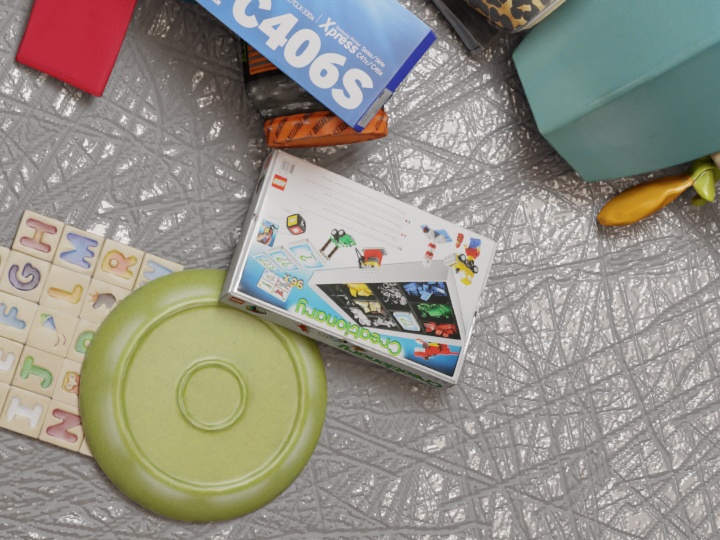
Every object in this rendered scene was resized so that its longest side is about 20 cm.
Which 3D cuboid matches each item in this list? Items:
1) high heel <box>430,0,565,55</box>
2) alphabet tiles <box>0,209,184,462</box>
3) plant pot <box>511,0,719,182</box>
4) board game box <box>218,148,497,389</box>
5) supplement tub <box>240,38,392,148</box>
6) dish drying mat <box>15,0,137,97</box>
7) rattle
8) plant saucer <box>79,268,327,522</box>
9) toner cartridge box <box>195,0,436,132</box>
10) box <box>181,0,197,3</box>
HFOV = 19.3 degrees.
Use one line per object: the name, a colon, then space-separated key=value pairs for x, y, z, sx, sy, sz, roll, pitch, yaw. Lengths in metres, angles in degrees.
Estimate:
high heel: x=0.098 y=-0.255 z=1.647 sx=0.071 sy=0.200 sz=0.143 roll=-43 pitch=100 yaw=-32
alphabet tiles: x=-0.226 y=0.052 z=1.653 sx=0.200 sy=0.006 sz=0.167 roll=20 pitch=83 yaw=-11
plant pot: x=0.232 y=-0.169 z=1.668 sx=0.200 sy=0.141 sz=0.141 roll=-28 pitch=52 yaw=18
board game box: x=0.000 y=0.000 z=1.675 sx=0.200 sy=0.035 sz=0.126 roll=23 pitch=71 yaw=-15
supplement tub: x=-0.035 y=-0.200 z=1.650 sx=0.122 sy=0.123 sz=0.200 roll=-5 pitch=89 yaw=-13
dish drying mat: x=-0.199 y=-0.238 z=1.622 sx=0.077 sy=0.018 sz=0.200 roll=24 pitch=109 yaw=4
rattle: x=0.320 y=-0.024 z=1.752 sx=0.143 sy=0.130 sz=0.200 roll=-48 pitch=125 yaw=0
plant saucer: x=-0.119 y=0.098 z=1.658 sx=0.200 sy=0.031 sz=0.200 roll=1 pitch=87 yaw=-15
toner cartridge box: x=-0.050 y=-0.201 z=1.568 sx=0.200 sy=0.043 sz=0.095 roll=39 pitch=93 yaw=7
box: x=-0.125 y=-0.316 z=1.656 sx=0.049 sy=0.082 sz=0.200 roll=11 pitch=85 yaw=-13
